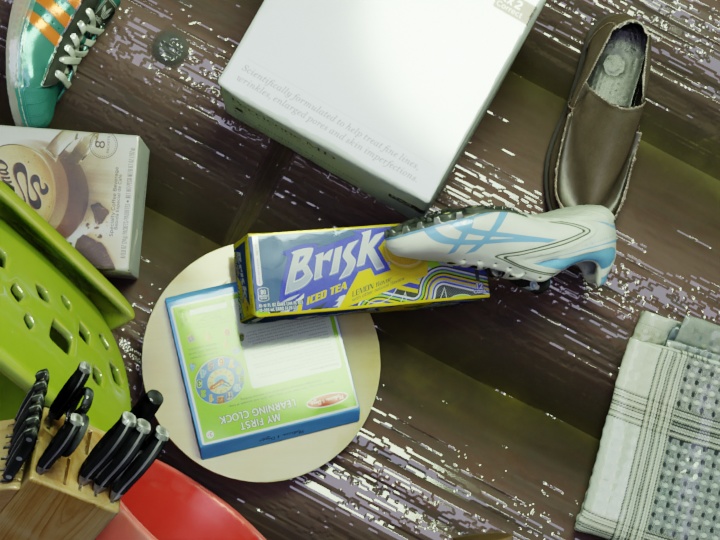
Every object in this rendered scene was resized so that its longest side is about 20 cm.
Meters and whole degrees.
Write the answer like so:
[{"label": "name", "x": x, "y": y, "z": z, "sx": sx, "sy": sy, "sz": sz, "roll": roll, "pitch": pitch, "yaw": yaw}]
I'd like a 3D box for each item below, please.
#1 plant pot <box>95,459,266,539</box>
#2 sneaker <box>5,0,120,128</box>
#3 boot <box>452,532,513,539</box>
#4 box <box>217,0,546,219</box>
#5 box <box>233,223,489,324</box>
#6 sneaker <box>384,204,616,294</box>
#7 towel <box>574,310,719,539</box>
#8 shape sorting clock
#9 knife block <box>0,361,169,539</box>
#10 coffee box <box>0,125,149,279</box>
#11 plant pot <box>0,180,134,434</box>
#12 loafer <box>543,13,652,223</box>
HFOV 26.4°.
[{"label": "plant pot", "x": -0.172, "y": 0.267, "z": 1.188, "sx": 0.200, "sy": 0.200, "sz": 0.178, "roll": 36, "pitch": 96, "yaw": 2}, {"label": "sneaker", "x": -0.245, "y": -0.211, "z": 1.282, "sx": 0.079, "sy": 0.071, "sz": 0.201, "roll": 7, "pitch": 81, "yaw": 2}, {"label": "boot", "x": 0.042, "y": 0.302, "z": 1.249, "sx": 0.199, "sy": 0.077, "sz": 0.156, "roll": -5, "pitch": 88, "yaw": -10}, {"label": "box", "x": 0.016, "y": -0.177, "z": 1.258, "sx": 0.198, "sy": 0.131, "sz": 0.201, "roll": 30, "pitch": 84, "yaw": 2}, {"label": "box", "x": 0.000, "y": 0.000, "z": 1.252, "sx": 0.199, "sy": 0.064, "sz": 0.071, "roll": -5, "pitch": 84, "yaw": -16}, {"label": "sneaker", "x": 0.115, "y": -0.017, "z": 1.220, "sx": 0.199, "sy": 0.072, "sz": 0.073, "roll": 0, "pitch": 91, "yaw": -19}, {"label": "towel", "x": 0.296, "y": 0.149, "z": 1.283, "sx": 0.191, "sy": 0.035, "sz": 0.201, "roll": 18, "pitch": 83, "yaw": 0}, {"label": "shape sorting clock", "x": -0.082, "y": 0.075, "z": 1.275, "sx": 0.199, "sy": 0.039, "sz": 0.201, "roll": 2, "pitch": 76, "yaw": -9}, {"label": "knife block", "x": -0.198, "y": 0.153, "z": 1.077, "sx": 0.174, "sy": 0.201, "sz": 0.064, "roll": -8, "pitch": 44, "yaw": 10}, {"label": "coffee box", "x": -0.281, "y": -0.058, "z": 1.263, "sx": 0.199, "sy": 0.080, "sz": 0.114, "roll": 4, "pitch": 85, "yaw": -1}, {"label": "plant pot", "x": -0.295, "y": 0.059, "z": 1.159, "sx": 0.199, "sy": 0.182, "sz": 0.199, "roll": -24, "pitch": 129, "yaw": 25}, {"label": "loafer", "x": 0.201, "y": -0.125, "z": 1.288, "sx": 0.073, "sy": 0.071, "sz": 0.201, "roll": 10, "pitch": 84, "yaw": -1}]
